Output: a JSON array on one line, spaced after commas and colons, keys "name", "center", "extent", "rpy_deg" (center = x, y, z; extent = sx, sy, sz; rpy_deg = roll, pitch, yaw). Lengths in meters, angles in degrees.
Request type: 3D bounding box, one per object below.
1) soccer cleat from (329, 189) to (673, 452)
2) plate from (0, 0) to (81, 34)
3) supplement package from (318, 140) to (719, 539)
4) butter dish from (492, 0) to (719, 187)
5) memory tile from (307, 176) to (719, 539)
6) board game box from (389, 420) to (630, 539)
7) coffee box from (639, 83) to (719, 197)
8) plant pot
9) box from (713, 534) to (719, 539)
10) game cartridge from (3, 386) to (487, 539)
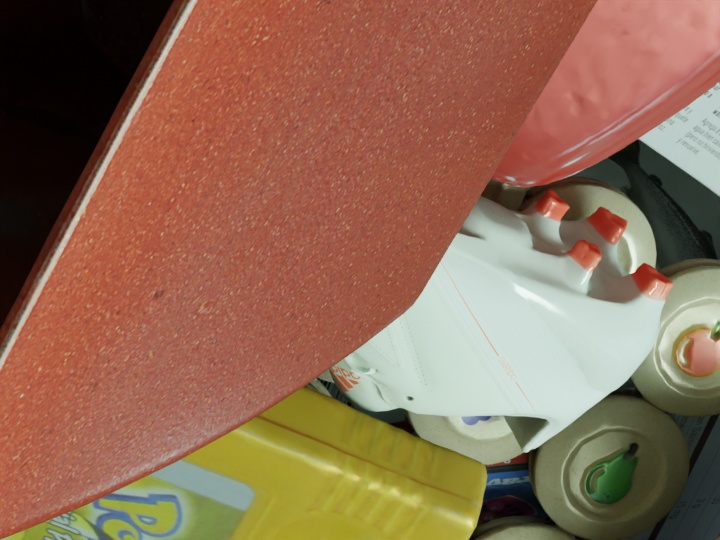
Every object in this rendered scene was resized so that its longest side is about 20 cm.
[{"name": "soccer cleat", "center": [0.000, 0.000, 0.809], "extent": [0.200, 0.069, 0.078], "rpy_deg": [22, 114, -34]}, {"name": "plate", "center": [-0.127, -0.120, 0.717], "extent": [0.199, 0.026, 0.201], "rpy_deg": [-5, 103, -24]}, {"name": "supplement package", "center": [0.074, 0.028, 1.023], "extent": [0.199, 0.117, 0.118], "rpy_deg": [-5, 138, -25]}, {"name": "butter dish", "center": [0.073, -0.098, 0.783], "extent": [0.200, 0.200, 0.148], "rpy_deg": [-41, 111, 19]}, {"name": "memory tile", "center": [0.017, 0.024, 0.883], "extent": [0.200, 0.017, 0.154], "rpy_deg": [31, 105, -18]}, {"name": "board game box", "center": [-0.015, 0.090, 0.947], "extent": [0.199, 0.019, 0.103], "rpy_deg": [-5, 138, -5]}, {"name": "coffee box", "center": [0.148, -0.131, 0.878], "extent": [0.200, 0.113, 0.080], "rpy_deg": [-40, 141, 19]}, {"name": "plant pot", "center": [-0.055, -0.078, 0.619], "extent": [0.176, 0.200, 0.200], "rpy_deg": [-1, 128, -53]}, {"name": "box", "center": [0.121, 0.113, 0.947], "extent": [0.137, 0.039, 0.200], "rpy_deg": [-23, 165, -36]}, {"name": "game cartridge", "center": [-0.085, 0.076, 0.871], "extent": [0.199, 0.033, 0.176], "rpy_deg": [24, 138, -6]}]
